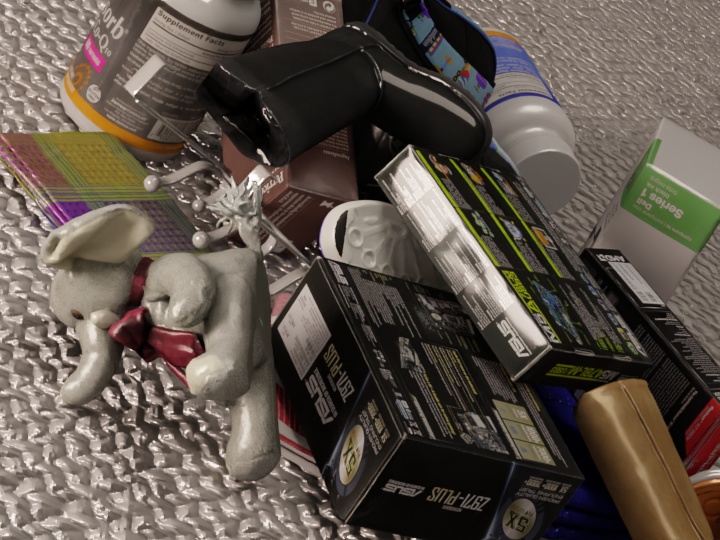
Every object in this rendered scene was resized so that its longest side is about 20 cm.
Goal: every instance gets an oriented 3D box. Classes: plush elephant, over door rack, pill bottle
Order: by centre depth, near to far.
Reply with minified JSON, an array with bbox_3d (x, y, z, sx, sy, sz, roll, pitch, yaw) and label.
[{"bbox_3d":[-0.142,0.032,1.494,0.165,0.155,0.200,72,15,-67],"label":"plush elephant"},{"bbox_3d":[-0.106,-0.052,1.657,0.148,0.067,0.200,46,-8,28],"label":"over door rack"},{"bbox_3d":[-0.152,-0.196,1.807,0.116,0.200,0.116,28,25,-14],"label":"pill bottle"},{"bbox_3d":[0.143,-0.141,2.171,0.112,0.112,0.200,17,30,-32],"label":"pill bottle"}]

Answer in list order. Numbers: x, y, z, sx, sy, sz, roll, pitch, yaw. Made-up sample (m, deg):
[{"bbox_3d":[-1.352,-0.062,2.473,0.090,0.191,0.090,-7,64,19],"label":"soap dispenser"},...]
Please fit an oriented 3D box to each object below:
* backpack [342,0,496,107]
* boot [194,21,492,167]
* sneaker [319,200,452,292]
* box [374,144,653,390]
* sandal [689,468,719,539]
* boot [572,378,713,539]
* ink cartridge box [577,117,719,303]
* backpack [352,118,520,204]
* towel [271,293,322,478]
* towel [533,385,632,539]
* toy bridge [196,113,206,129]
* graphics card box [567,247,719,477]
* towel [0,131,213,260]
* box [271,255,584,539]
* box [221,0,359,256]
[{"bbox_3d":[0.021,-0.180,2.028,0.134,0.183,0.200,34,4,42],"label":"backpack"},{"bbox_3d":[-0.010,-0.119,1.699,0.165,0.066,0.200,35,27,18],"label":"boot"},{"bbox_3d":[0.000,0.000,1.752,0.146,0.081,0.200,-2,-15,43],"label":"sneaker"},{"bbox_3d":[0.121,0.002,1.706,0.193,0.048,0.200,6,45,-58],"label":"box"},{"bbox_3d":[0.336,0.227,1.788,0.206,0.079,0.059,27,23,-20],"label":"sandal"},{"bbox_3d":[0.207,0.182,1.660,0.175,0.066,0.200,7,56,-63],"label":"boot"},{"bbox_3d":[0.245,-0.016,1.971,0.084,0.200,0.146,31,24,1],"label":"ink cartridge box"},{"bbox_3d":[0.048,-0.081,1.909,0.200,0.163,0.154,25,11,-34],"label":"backpack"},{"bbox_3d":[-0.014,0.097,1.663,0.144,0.023,0.200,30,25,-8],"label":"towel"},{"bbox_3d":[0.146,0.131,1.764,0.148,0.050,0.200,9,35,-41],"label":"towel"},{"bbox_3d":[-0.138,-0.146,1.894,0.200,0.067,0.027,43,26,19],"label":"toy bridge"},{"bbox_3d":[0.223,0.091,1.836,0.051,0.126,0.200,1,40,-45],"label":"graphics card box"},{"bbox_3d":[-0.189,-0.041,1.698,0.200,0.023,0.144,47,27,25],"label":"towel"},{"bbox_3d":[0.042,0.098,1.601,0.164,0.086,0.200,15,32,-33],"label":"box"},{"bbox_3d":[-0.062,-0.125,1.819,0.075,0.100,0.200,12,57,-32],"label":"box"}]
